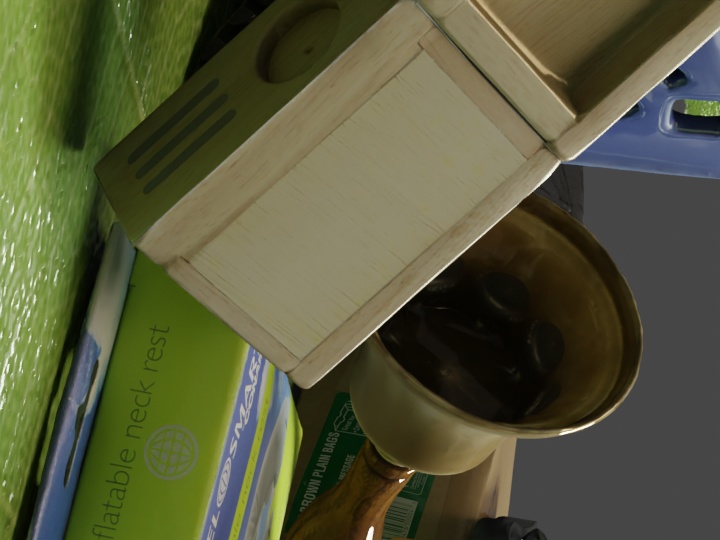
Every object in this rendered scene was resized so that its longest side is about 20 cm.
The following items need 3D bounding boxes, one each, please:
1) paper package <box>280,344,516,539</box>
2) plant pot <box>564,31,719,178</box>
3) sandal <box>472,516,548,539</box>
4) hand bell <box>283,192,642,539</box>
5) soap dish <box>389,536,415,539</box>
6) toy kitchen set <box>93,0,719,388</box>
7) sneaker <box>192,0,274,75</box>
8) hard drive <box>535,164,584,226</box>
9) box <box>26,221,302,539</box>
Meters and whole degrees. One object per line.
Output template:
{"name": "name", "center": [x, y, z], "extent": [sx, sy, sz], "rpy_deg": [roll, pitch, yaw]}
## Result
{"name": "paper package", "center": [0.010, 0.140, 1.158], "extent": [0.200, 0.103, 0.191], "rpy_deg": [-69, 166, -52]}
{"name": "plant pot", "center": [0.093, -0.168, 1.024], "extent": [0.180, 0.199, 0.201], "rpy_deg": [62, 39, -67]}
{"name": "sandal", "center": [0.070, 0.144, 1.064], "extent": [0.200, 0.043, 0.076], "rpy_deg": [-29, 128, -80]}
{"name": "hand bell", "center": [0.011, 0.068, 0.846], "extent": [0.200, 0.104, 0.104], "rpy_deg": [120, -9, -47]}
{"name": "soap dish", "center": [-0.020, 0.193, 0.809], "extent": [0.157, 0.081, 0.200], "rpy_deg": [-36, 157, -52]}
{"name": "toy kitchen set", "center": [-0.028, -0.120, 0.690], "extent": [0.163, 0.180, 0.200], "rpy_deg": [42, 10, -38]}
{"name": "sneaker", "center": [-0.011, -0.072, 0.828], "extent": [0.088, 0.075, 0.201], "rpy_deg": [100, 4, -59]}
{"name": "hard drive", "center": [0.059, -0.056, 1.207], "extent": [0.135, 0.042, 0.200], "rpy_deg": [50, 23, -18]}
{"name": "box", "center": [-0.058, 0.075, 0.765], "extent": [0.200, 0.047, 0.122], "rpy_deg": [81, 21, -71]}
